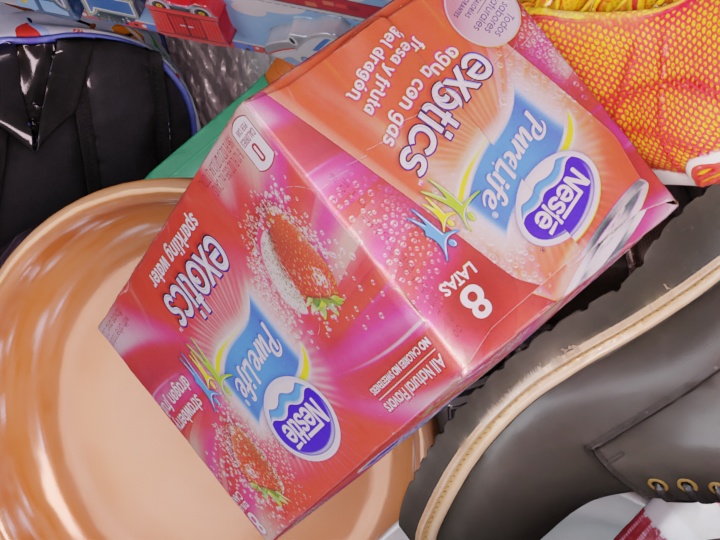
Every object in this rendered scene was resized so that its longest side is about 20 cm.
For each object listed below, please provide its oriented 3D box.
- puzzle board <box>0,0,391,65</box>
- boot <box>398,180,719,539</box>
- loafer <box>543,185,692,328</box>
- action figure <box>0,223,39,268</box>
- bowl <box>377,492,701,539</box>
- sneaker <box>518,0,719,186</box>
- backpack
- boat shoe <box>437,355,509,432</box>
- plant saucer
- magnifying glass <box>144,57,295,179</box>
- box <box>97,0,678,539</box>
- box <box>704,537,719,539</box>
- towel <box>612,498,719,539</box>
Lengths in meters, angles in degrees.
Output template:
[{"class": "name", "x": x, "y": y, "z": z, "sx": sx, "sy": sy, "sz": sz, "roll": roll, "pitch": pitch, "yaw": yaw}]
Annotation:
[{"class": "puzzle board", "x": -0.072, "y": -0.121, "z": 0.810, "sx": 0.198, "sy": 0.018, "sz": 0.151, "roll": 12, "pitch": 157, "yaw": 17}, {"class": "boot", "x": 0.112, "y": 0.066, "z": 0.686, "sx": 0.200, "sy": 0.077, "sz": 0.139, "roll": -46, "pitch": 70, "yaw": 31}, {"class": "loafer", "x": 0.044, "y": -0.014, "z": 0.811, "sx": 0.199, "sy": 0.071, "sz": 0.074, "roll": 23, "pitch": 127, "yaw": 53}, {"class": "action figure", "x": -0.109, "y": 0.083, "z": 0.971, "sx": 0.200, "sy": 0.130, "sz": 0.069, "roll": 50, "pitch": -162, "yaw": -14}, {"class": "bowl", "x": 0.082, "y": 0.173, "z": 0.808, "sx": 0.200, "sy": 0.090, "sz": 0.203, "roll": -7, "pitch": 79, "yaw": 35}, {"class": "sneaker", "x": 0.080, "y": -0.066, "z": 0.671, "sx": 0.077, "sy": 0.073, "sz": 0.200, "roll": 41, "pitch": 151, "yaw": -17}, {"class": "backpack", "x": -0.155, "y": -0.045, "z": 1.039, "sx": 0.155, "sy": 0.198, "sz": 0.192, "roll": -120, "pitch": 31, "yaw": -43}, {"class": "boat shoe", "x": -0.013, "y": 0.010, "z": 0.934, "sx": 0.199, "sy": 0.070, "sz": 0.064, "roll": 15, "pitch": 121, "yaw": 47}, {"class": "plant saucer", "x": -0.060, "y": 0.061, "z": 0.880, "sx": 0.198, "sy": 0.037, "sz": 0.202, "roll": 5, "pitch": 103, "yaw": 21}, {"class": "magnifying glass", "x": -0.036, "y": -0.063, "z": 0.930, "sx": 0.022, "sy": 0.079, "sz": 0.200, "roll": 58, "pitch": 139, "yaw": 19}, {"class": "box", "x": 0.000, "y": 0.000, "z": 0.716, "sx": 0.100, "sy": 0.095, "sz": 0.200, "roll": 51, "pitch": 153, "yaw": 4}, {"class": "box", "x": 0.103, "y": 0.183, "z": 0.571, "sx": 0.200, "sy": 0.164, "sz": 0.166, "roll": -71, "pitch": -31, "yaw": -67}, {"class": "towel", "x": 0.119, "y": 0.140, "z": 0.719, "sx": 0.200, "sy": 0.023, "sz": 0.144, "roll": -52, "pitch": 57, "yaw": 17}]
